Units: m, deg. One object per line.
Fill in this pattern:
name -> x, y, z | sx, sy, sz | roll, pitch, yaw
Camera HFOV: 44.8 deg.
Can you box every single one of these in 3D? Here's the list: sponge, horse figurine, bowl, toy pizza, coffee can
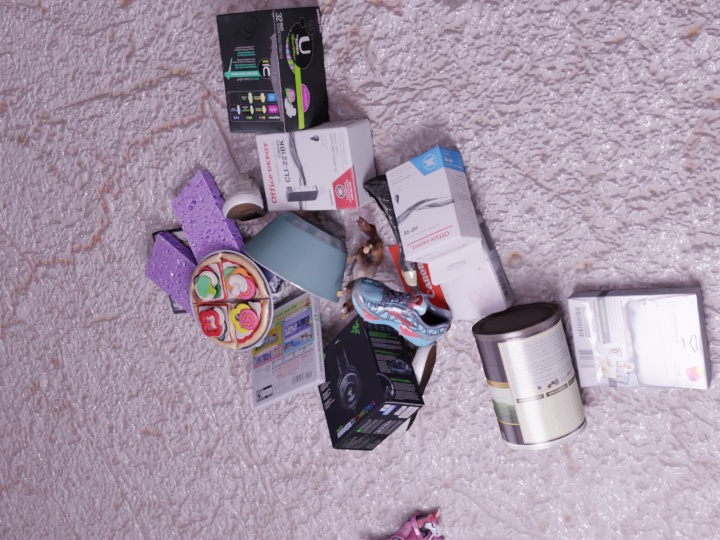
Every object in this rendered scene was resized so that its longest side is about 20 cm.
sponge -> -0.301, -0.085, 1.729 | 0.111, 0.030, 0.201 | -41, 67, 30
horse figurine -> 0.000, 0.000, 1.568 | 0.050, 0.132, 0.201 | 20, 106, 13
bowl -> -0.103, -0.035, 1.581 | 0.200, 0.201, 0.105 | 31, 95, 19
sponge -> -0.356, 0.021, 1.796 | 0.200, 0.030, 0.112 | 38, 123, 15
toy pizza -> -0.255, 0.061, 1.675 | 0.199, 0.032, 0.201 | 6, 103, 28
coffee can -> 0.277, 0.171, 1.430 | 0.146, 0.146, 0.201 | -10, 101, 34

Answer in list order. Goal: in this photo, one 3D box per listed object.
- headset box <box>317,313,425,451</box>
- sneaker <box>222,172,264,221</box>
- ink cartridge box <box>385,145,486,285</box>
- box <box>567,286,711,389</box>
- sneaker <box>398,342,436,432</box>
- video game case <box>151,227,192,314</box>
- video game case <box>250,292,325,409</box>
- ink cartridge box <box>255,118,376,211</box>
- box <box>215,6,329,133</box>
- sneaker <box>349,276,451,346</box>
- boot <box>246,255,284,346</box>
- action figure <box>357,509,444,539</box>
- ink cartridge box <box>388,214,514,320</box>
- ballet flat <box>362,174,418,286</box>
headset box -> 0.008, 0.197, 1.588 | 0.174, 0.092, 0.201 | -46, 46, 37
sneaker -> -0.220, -0.140, 1.600 | 0.072, 0.200, 0.085 | -13, 89, -4
ink cartridge box -> 0.124, -0.088, 1.439 | 0.115, 0.067, 0.201 | -24, 71, 35
box -> 0.437, 0.107, 1.374 | 0.199, 0.041, 0.157 | -4, 105, 33
sneaker -> 0.078, 0.205, 1.608 | 0.084, 0.073, 0.201 | 28, 121, 18
video game case -> -0.336, -0.002, 1.819 | 0.199, 0.025, 0.182 | -5, 104, 33
video game case -> -0.146, 0.156, 1.696 | 0.200, 0.022, 0.183 | -28, 58, 40
ink cartridge box -> -0.078, -0.186, 1.560 | 0.199, 0.084, 0.145 | 1, 108, 32
box -> -0.148, -0.346, 1.507 | 0.124, 0.148, 0.201 | 4, 109, 29
sneaker -> 0.074, 0.055, 1.496 | 0.199, 0.080, 0.095 | 27, 142, -28
boot -> -0.191, 0.047, 1.704 | 0.090, 0.073, 0.201 | -7, 90, 29
action figure -> 0.101, 0.536, 1.719 | 0.201, 0.133, 0.149 | -59, 31, 19
ink cartridge box -> 0.148, 0.010, 1.514 | 0.199, 0.057, 0.163 | -19, 96, 30
ballet flat -> 0.057, -0.067, 1.502 | 0.057, 0.066, 0.201 | -17, 84, -4
